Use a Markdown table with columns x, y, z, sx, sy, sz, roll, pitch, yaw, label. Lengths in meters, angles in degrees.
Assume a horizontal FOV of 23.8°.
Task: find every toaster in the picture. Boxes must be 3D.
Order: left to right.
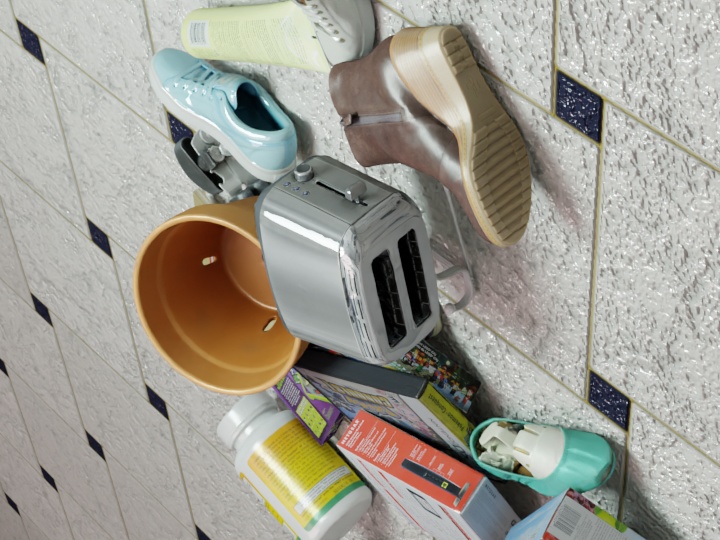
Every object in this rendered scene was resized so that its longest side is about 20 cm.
| x | y | z | sx | sy | sz | roll | pitch | yaw | label |
| --- | --- | --- | --- | --- | --- | --- | --- | --- | --- |
| -0.008 | 0.001 | 1.547 | 0.129 | 0.113 | 0.202 | 22 | 135 | 41 | toaster |

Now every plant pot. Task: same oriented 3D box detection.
| x | y | z | sx | sy | sz | roll | pitch | yaw | label |
| --- | --- | --- | --- | --- | --- | --- | --- | --- | --- |
| -0.120 | 0.009 | 1.790 | 0.198 | 0.140 | 0.202 | 12 | 119 | 22 | plant pot |

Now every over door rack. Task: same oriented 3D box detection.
| x | y | z | sx | sy | sz | roll | pitch | yaw | label |
| --- | --- | --- | --- | --- | --- | --- | --- | --- | --- |
| 0.035 | -0.061 | 1.597 | 0.147 | 0.066 | 0.201 | 36 | 150 | 32 | over door rack |

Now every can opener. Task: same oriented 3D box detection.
| x | y | z | sx | sy | sz | roll | pitch | yaw | label |
| --- | --- | --- | --- | --- | --- | --- | --- | --- | --- |
| -0.123 | -0.074 | 1.874 | 0.201 | 0.053 | 0.066 | 53 | 140 | -3 | can opener |

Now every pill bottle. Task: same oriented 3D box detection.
| x | y | z | sx | sy | sz | roll | pitch | yaw | label |
| --- | --- | --- | --- | --- | --- | --- | --- | --- | --- |
| -0.087 | 0.249 | 2.154 | 0.200 | 0.112 | 0.113 | 46 | 154 | 17 | pill bottle |

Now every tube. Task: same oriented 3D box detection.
| x | y | z | sx | sy | sz | roll | pitch | yaw | label |
| --- | --- | --- | --- | --- | --- | --- | --- | --- | --- |
| -0.100 | -0.228 | 1.654 | 0.058 | 0.052 | 0.199 | 19 | 175 | -38 | tube |

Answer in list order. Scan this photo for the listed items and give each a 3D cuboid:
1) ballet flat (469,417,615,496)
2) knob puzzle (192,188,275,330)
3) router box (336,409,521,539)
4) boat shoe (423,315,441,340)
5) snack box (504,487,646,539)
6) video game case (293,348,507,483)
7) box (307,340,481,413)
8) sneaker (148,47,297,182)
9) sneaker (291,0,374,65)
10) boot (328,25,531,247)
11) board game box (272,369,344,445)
| x | y | z | sx | sy | sz | roll | pitch | yaw | label |
| --- | --- | --- | --- | --- | --- | --- | --- | --- | --- |
| 0.165 | 0.177 | 1.653 | 0.070 | 0.068 | 0.200 | 27 | 167 | -23 | ballet flat |
| -0.128 | 0.018 | 2.013 | 0.220 | 0.030 | 0.221 | 50 | 158 | 29 | knob puzzle |
| 0.089 | 0.245 | 1.818 | 0.179 | 0.049 | 0.200 | 25 | 163 | 38 | router box |
| 0.000 | 0.000 | 1.733 | 0.200 | 0.065 | 0.072 | 50 | 152 | 1 | boat shoe |
| 0.239 | 0.308 | 1.643 | 0.199 | 0.068 | 0.169 | 33 | 154 | 0 | snack box |
| 0.041 | 0.152 | 1.798 | 0.199 | 0.026 | 0.181 | 11 | 154 | 45 | video game case |
| 0.023 | 0.101 | 1.796 | 0.136 | 0.038 | 0.200 | 37 | 161 | -17 | box |
| -0.136 | -0.181 | 1.755 | 0.199 | 0.074 | 0.082 | 37 | 143 | 16 | sneaker |
| -0.044 | -0.245 | 1.483 | 0.073 | 0.085 | 0.201 | 32 | 150 | 35 | sneaker |
| 0.058 | -0.107 | 1.473 | 0.166 | 0.072 | 0.202 | -14 | 97 | 54 | boot |
| -0.058 | 0.125 | 2.044 | 0.120 | 0.032 | 0.200 | 45 | 154 | 10 | board game box |
